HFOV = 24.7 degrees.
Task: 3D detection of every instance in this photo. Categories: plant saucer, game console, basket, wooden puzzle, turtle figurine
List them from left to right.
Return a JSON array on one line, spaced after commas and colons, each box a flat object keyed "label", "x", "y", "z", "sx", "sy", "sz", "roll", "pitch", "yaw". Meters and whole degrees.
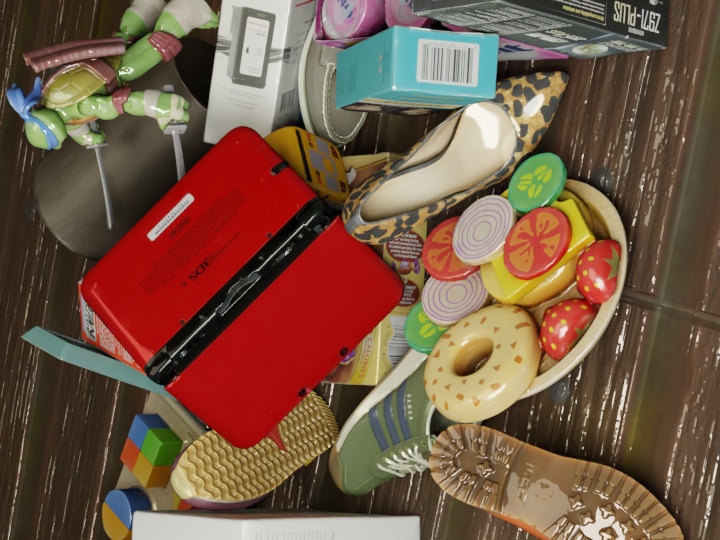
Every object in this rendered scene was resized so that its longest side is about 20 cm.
[{"label": "plant saucer", "x": -0.221, "y": 0.092, "z": 1.538, "sx": 0.070, "sy": 0.200, "sz": 0.019, "roll": 22, "pitch": 86, "yaw": 44}, {"label": "turtle figurine", "x": -0.200, "y": -0.149, "z": 1.478, "sx": 0.194, "sy": 0.200, "sz": 0.144, "roll": -55, "pitch": 3, "yaw": -21}, {"label": "basket", "x": -0.203, "y": -0.125, "z": 1.618, "sx": 0.136, "sy": 0.180, "sz": 0.200, "roll": 46, "pitch": 118, "yaw": -8}, {"label": "wooden puzzle", "x": -0.193, "y": 0.234, "z": 1.620, "sx": 0.185, "sy": 0.046, "sz": 0.200, "roll": 39, "pitch": 120, "yaw": 42}, {"label": "game console", "x": -0.098, "y": 0.014, "z": 1.365, "sx": 0.200, "sy": 0.119, "sz": 0.172, "roll": -45, "pitch": 64, "yaw": 1}]

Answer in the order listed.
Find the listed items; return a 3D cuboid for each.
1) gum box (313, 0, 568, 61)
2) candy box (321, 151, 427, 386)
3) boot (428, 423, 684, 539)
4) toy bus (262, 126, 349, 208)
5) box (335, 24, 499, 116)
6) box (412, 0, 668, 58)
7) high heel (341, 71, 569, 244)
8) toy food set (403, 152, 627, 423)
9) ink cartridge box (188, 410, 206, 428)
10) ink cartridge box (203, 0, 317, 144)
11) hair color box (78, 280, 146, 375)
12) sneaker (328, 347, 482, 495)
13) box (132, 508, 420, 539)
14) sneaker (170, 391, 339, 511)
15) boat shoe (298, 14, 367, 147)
[{"label": "gum box", "x": 0.071, "y": -0.212, "z": 1.344, "sx": 0.200, "sy": 0.113, "sz": 0.066, "roll": 6, "pitch": 90, "yaw": 47}, {"label": "candy box", "x": 0.000, "y": 0.000, "z": 1.442, "sx": 0.117, "sy": 0.056, "sz": 0.201, "roll": 0, "pitch": 87, "yaw": 48}, {"label": "boot", "x": 0.156, "y": 0.176, "z": 1.245, "sx": 0.200, "sy": 0.107, "sz": 0.075, "roll": 26, "pitch": 84, "yaw": 20}, {"label": "toy bus", "x": -0.109, "y": -0.047, "z": 1.446, "sx": 0.200, "sy": 0.078, "sz": 0.065, "roll": -34, "pitch": 56, "yaw": 30}, {"label": "box", "x": 0.040, "y": -0.154, "z": 1.293, "sx": 0.200, "sy": 0.082, "sz": 0.049, "roll": -174, "pitch": 88, "yaw": -77}, {"label": "box", "x": 0.139, "y": -0.254, "z": 1.211, "sx": 0.086, "sy": 0.200, "sz": 0.164, "roll": 0, "pitch": 87, "yaw": 46}, {"label": "high heel", "x": 0.077, "y": -0.089, "z": 1.289, "sx": 0.200, "sy": 0.143, "sz": 0.071, "roll": -36, "pitch": 89, "yaw": 18}, {"label": "toy food set", "x": 0.117, "y": 0.011, "z": 1.274, "sx": 0.200, "sy": 0.049, "sz": 0.198, "roll": -40, "pitch": 41, "yaw": 19}, {"label": "ink cartridge box", "x": -0.123, "y": 0.082, "z": 1.591, "sx": 0.162, "sy": 0.057, "sz": 0.201, "roll": 11, "pitch": 115, "yaw": 47}, {"label": "ink cartridge box", "x": -0.079, "y": -0.215, "z": 1.474, "sx": 0.068, "sy": 0.116, "sz": 0.200, "roll": 14, "pitch": 109, "yaw": 12}, {"label": "hair color box", "x": -0.160, "y": 0.051, "z": 1.490, "sx": 0.200, "sy": 0.111, "sz": 0.064, "roll": 24, "pitch": 119, "yaw": 49}, {"label": "sneaker", "x": 0.048, "y": 0.135, "z": 1.363, "sx": 0.200, "sy": 0.067, "sz": 0.090, "roll": -54, "pitch": 45, "yaw": 25}, {"label": "box", "x": -0.070, "y": 0.257, "z": 1.383, "sx": 0.152, "sy": 0.200, "sz": 0.107, "roll": -6, "pitch": 81, "yaw": 47}, {"label": "sneaker", "x": -0.104, "y": 0.172, "z": 1.438, "sx": 0.090, "sy": 0.200, "sz": 0.075, "roll": -39, "pitch": 77, "yaw": 37}, {"label": "boat shoe", "x": -0.004, "y": -0.207, "z": 1.456, "sx": 0.060, "sy": 0.072, "sz": 0.202, "roll": 10, "pitch": 89, "yaw": 52}]
